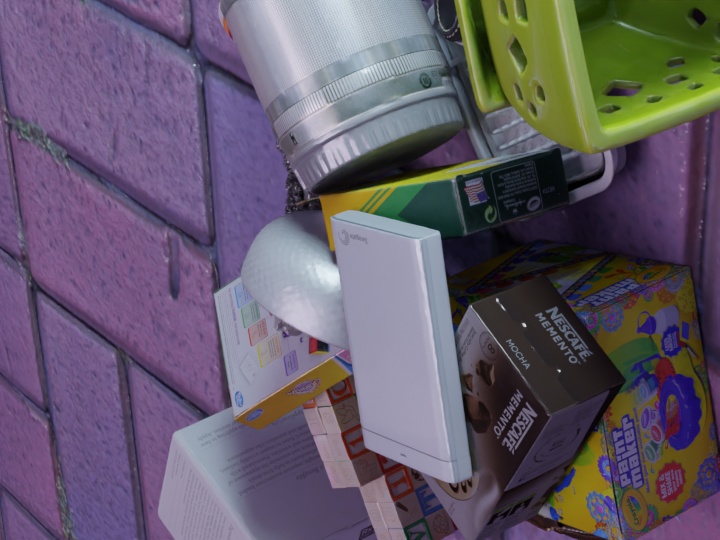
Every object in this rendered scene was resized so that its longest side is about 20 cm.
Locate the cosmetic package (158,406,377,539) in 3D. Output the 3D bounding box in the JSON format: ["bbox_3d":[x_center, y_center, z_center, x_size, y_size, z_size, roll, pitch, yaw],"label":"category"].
[{"bbox_3d":[-0.099,0.266,2.081,0.200,0.164,0.165,51,146,27],"label":"cosmetic package"}]

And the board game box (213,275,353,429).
[{"bbox_3d":[-0.050,0.043,1.832,0.200,0.040,0.154,-32,52,28],"label":"board game box"}]

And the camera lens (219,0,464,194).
[{"bbox_3d":[-0.016,-0.185,1.585,0.160,0.159,0.201,-34,78,59],"label":"camera lens"}]

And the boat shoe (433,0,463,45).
[{"bbox_3d":[0.075,-0.282,1.503,0.074,0.060,0.201,26,113,56],"label":"boat shoe"}]

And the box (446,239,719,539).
[{"bbox_3d":[0.182,0.097,1.576,0.192,0.122,0.201,14,120,54],"label":"box"}]

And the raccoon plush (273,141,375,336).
[{"bbox_3d":[-0.061,-0.056,1.801,0.200,0.097,0.134,-54,36,8],"label":"raccoon plush"}]

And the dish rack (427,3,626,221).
[{"bbox_3d":[0.142,-0.151,1.555,0.171,0.043,0.201,-22,91,58],"label":"dish rack"}]

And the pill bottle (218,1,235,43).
[{"bbox_3d":[-0.036,-0.195,1.734,0.200,0.113,0.113,55,147,20],"label":"pill bottle"}]

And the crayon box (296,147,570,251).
[{"bbox_3d":[0.058,-0.056,1.556,0.200,0.127,0.051,-5,100,50],"label":"crayon box"}]

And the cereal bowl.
[{"bbox_3d":[0.000,0.000,1.653,0.200,0.200,0.084,37,113,40],"label":"cereal bowl"}]

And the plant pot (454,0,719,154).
[{"bbox_3d":[0.171,-0.211,1.331,0.181,0.199,0.200,19,126,60],"label":"plant pot"}]

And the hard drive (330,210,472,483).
[{"bbox_3d":[0.032,0.059,1.499,0.132,0.027,0.201,16,118,56],"label":"hard drive"}]

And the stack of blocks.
[{"bbox_3d":[0.025,0.181,1.882,0.058,0.115,0.201,-11,101,59],"label":"stack of blocks"}]

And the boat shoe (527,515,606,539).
[{"bbox_3d":[0.168,0.203,1.709,0.200,0.070,0.071,12,98,52],"label":"boat shoe"}]

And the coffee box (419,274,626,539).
[{"bbox_3d":[0.117,0.113,1.494,0.113,0.080,0.200,55,146,23],"label":"coffee box"}]
